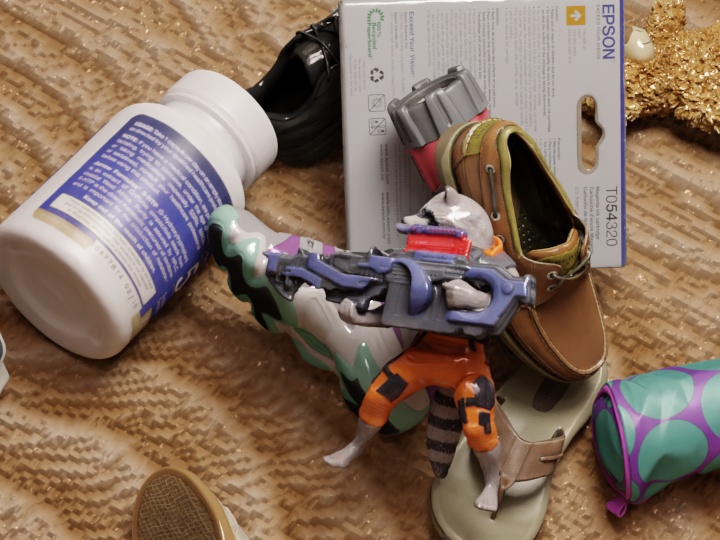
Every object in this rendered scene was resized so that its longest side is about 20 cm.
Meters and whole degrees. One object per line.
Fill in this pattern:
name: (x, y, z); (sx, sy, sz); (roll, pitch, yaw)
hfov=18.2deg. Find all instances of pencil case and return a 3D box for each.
pencil case: (0.258, 0.102, 1.527); (0.199, 0.093, 0.085); (-10, 15, -12)

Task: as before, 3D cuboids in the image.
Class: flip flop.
flip flop: (0.111, 0.113, 1.518); (0.081, 0.058, 0.200); (28, 57, 13)

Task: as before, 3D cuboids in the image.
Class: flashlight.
flashlight: (0.091, -0.040, 1.544); (0.068, 0.068, 0.200); (-40, 106, -33)

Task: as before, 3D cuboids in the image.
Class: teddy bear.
teddy bear: (0.264, -0.158, 1.719); (0.199, 0.067, 0.145); (11, 52, 0)

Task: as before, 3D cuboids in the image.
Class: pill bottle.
pill bottle: (-0.151, -0.045, 1.562); (0.120, 0.120, 0.200); (33, 58, 16)

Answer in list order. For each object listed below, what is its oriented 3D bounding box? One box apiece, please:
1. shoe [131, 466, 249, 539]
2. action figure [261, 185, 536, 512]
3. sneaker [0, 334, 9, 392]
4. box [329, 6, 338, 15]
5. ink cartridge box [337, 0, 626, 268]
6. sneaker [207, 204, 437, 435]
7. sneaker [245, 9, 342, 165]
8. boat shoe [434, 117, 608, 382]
shoe: (-0.089, 0.213, 1.437); (0.070, 0.053, 0.200); (-36, 57, 9)
action figure: (0.033, 0.039, 1.456); (0.199, 0.104, 0.194); (16, 96, 31)
sneaker: (-0.324, 0.039, 1.500); (0.146, 0.077, 0.202); (-38, 76, -15)
box: (0.060, -0.135, 1.669); (0.082, 0.049, 0.200); (-47, 67, 7)
ink cartridge box: (0.086, -0.096, 1.583); (0.199, 0.197, 0.043); (-2, 12, -1)
sneaker: (0.000, 0.000, 1.543); (0.200, 0.078, 0.140); (47, 70, -7)
sneaker: (-0.005, -0.157, 1.623); (0.200, 0.091, 0.076); (-45, 65, 9)
boat shoe: (0.116, -0.008, 1.485); (0.072, 0.068, 0.200); (-42, 112, -28)
